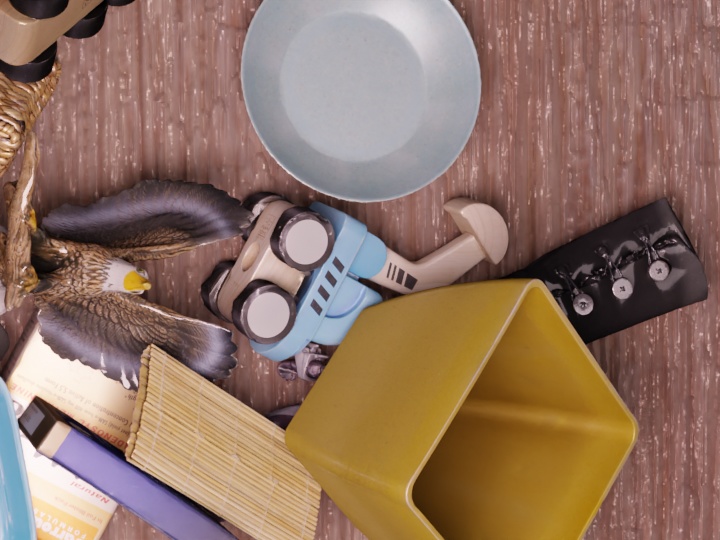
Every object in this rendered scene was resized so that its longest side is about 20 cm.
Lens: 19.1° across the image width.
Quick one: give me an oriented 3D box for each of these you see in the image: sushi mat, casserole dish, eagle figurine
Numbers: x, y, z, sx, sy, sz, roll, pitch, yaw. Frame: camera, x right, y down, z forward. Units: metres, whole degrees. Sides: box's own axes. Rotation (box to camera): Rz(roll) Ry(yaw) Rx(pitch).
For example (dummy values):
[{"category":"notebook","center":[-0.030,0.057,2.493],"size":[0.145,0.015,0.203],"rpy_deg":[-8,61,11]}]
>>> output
[{"category":"sushi mat","center":[-0.099,0.142,1.616],"size":[0.200,0.012,0.096],"rpy_deg":[37,48,-38]},{"category":"casserole dish","center":[-0.307,0.162,1.586],"size":[0.121,0.039,0.202],"rpy_deg":[-17,106,-34]},{"category":"eagle figurine","center":[-0.187,0.003,1.601],"size":[0.199,0.151,0.152],"rpy_deg":[13,122,-45]}]

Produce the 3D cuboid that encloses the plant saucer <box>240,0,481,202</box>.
[{"category":"plant saucer","center":[-0.003,-0.152,1.727],"size":[0.199,0.039,0.203],"rpy_deg":[2,81,-15]}]

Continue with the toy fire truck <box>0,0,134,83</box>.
[{"category":"toy fire truck","center":[-0.270,-0.272,1.615],"size":[0.199,0.129,0.176],"rpy_deg":[35,51,9]}]

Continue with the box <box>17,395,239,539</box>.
[{"category":"box","center":[-0.161,0.167,1.599],"size":[0.200,0.121,0.033],"rpy_deg":[37,84,-17]}]

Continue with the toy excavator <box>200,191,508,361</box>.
[{"category":"toy excavator","center":[0.000,0.000,1.729],"size":[0.199,0.100,0.195],"rpy_deg":[30,88,-27]}]

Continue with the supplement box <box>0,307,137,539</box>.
[{"category":"supplement box","center":[-0.225,0.110,1.679],"size":[0.125,0.073,0.201],"rpy_deg":[28,87,-13]}]

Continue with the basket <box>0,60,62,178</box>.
[{"category":"basket","center":[-0.352,-0.139,1.640],"size":[0.199,0.149,0.143],"rpy_deg":[35,118,-13]}]

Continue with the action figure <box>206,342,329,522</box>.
[{"category":"action figure","center":[-0.048,0.129,1.730],"size":[0.199,0.069,0.131],"rpy_deg":[-22,92,-24]}]

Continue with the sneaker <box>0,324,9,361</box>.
[{"category":"sneaker","center":[-0.366,0.036,1.621],"size":[0.201,0.067,0.108],"rpy_deg":[40,46,-16]}]

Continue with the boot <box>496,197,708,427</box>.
[{"category":"boot","center":[0.201,0.051,1.792],"size":[0.199,0.066,0.166],"rpy_deg":[-25,100,-16]}]

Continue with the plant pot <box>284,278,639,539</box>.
[{"category":"plant pot","center":[0.064,0.130,1.647],"size":[0.201,0.176,0.200],"rpy_deg":[-57,132,-22]}]
